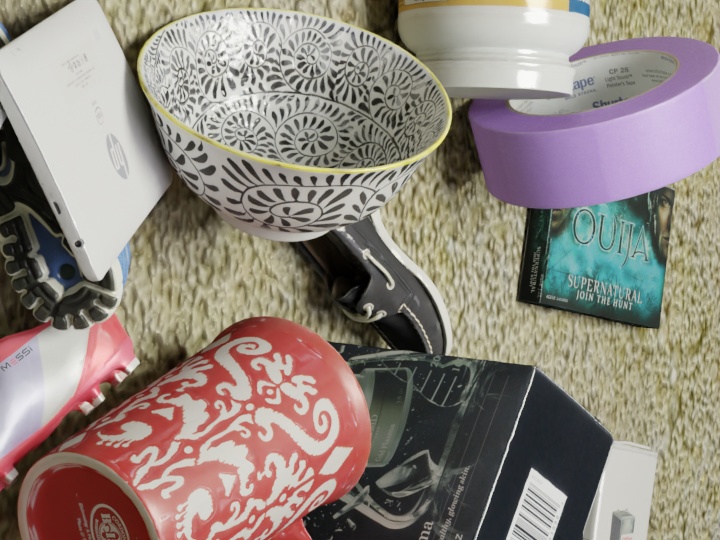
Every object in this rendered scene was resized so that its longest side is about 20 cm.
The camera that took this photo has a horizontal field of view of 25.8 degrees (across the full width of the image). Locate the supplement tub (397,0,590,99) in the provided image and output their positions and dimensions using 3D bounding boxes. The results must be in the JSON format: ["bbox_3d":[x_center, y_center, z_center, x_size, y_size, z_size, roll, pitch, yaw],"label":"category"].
[{"bbox_3d":[0.101,-0.232,1.172,0.144,0.144,0.201,-2,94,-49],"label":"supplement tub"}]

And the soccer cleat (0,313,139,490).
[{"bbox_3d":[-0.215,0.085,0.907,0.076,0.067,0.200,47,60,0],"label":"soccer cleat"}]

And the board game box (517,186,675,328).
[{"bbox_3d":[0.215,-0.026,1.409,0.200,0.028,0.136,11,85,-49],"label":"board game box"}]

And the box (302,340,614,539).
[{"bbox_3d":[0.040,0.169,1.093,0.124,0.196,0.201,40,63,-42],"label":"box"}]

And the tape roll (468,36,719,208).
[{"bbox_3d":[0.189,-0.119,1.241,0.200,0.200,0.066,-37,119,-41],"label":"tape roll"}]

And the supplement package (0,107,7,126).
[{"bbox_3d":[-0.301,-0.065,0.747,0.200,0.111,0.156,42,62,-42],"label":"supplement package"}]

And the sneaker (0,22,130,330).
[{"bbox_3d":[-0.194,-0.065,0.909,0.089,0.078,0.201,-70,137,-72],"label":"sneaker"}]

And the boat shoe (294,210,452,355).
[{"bbox_3d":[0.000,0.000,1.129,0.060,0.074,0.200,-50,124,-35],"label":"boat shoe"}]

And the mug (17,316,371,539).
[{"bbox_3d":[-0.087,0.137,0.948,0.178,0.133,0.200,51,35,7],"label":"mug"}]

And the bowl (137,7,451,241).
[{"bbox_3d":[-0.049,-0.081,1.012,0.200,0.200,0.094,-28,143,-44],"label":"bowl"}]

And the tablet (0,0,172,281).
[{"bbox_3d":[-0.153,-0.082,0.899,0.200,0.014,0.130,-73,142,-70],"label":"tablet"}]

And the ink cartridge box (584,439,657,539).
[{"bbox_3d":[0.147,0.229,1.259,0.085,0.145,0.201,18,79,-47],"label":"ink cartridge box"}]
